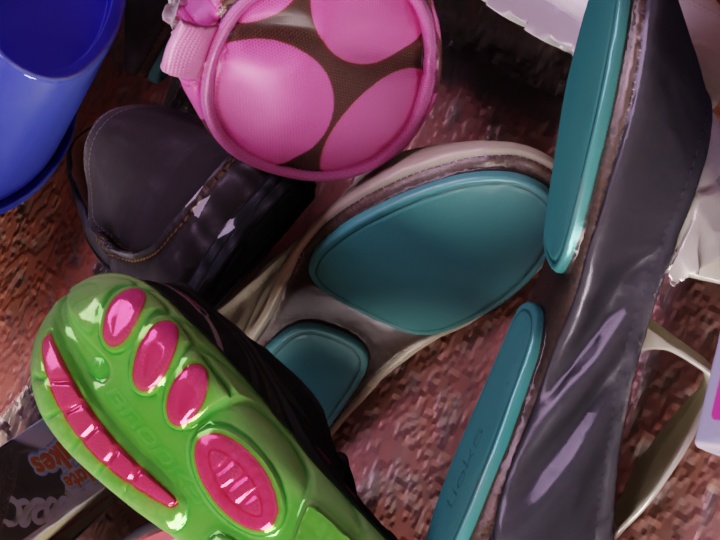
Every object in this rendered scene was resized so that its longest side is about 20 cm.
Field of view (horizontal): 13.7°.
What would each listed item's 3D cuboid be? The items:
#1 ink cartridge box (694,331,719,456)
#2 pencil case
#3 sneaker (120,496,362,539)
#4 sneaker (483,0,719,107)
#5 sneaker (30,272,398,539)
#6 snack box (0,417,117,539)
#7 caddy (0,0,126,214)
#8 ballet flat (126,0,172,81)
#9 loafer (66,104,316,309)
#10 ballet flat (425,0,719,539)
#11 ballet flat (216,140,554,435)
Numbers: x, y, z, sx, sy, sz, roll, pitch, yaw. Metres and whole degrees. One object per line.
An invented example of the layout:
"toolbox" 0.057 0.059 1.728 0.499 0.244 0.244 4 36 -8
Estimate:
"ink cartridge box" 0.161 -0.041 0.804 0.119 0.042 0.201 2 73 56
"pencil case" -0.042 -0.115 0.992 0.200 0.093 0.091 -119 34 -52
"sneaker" -0.062 0.135 1.029 0.200 0.074 0.087 -32 76 36
"sneaker" 0.067 -0.115 0.957 0.081 0.076 0.200 -53 36 8
"sneaker" -0.018 0.080 0.917 0.077 0.084 0.200 -34 88 23
"snack box" -0.149 0.107 1.066 0.037 0.200 0.116 48 123 5
"caddy" -0.163 -0.111 1.087 0.105 0.141 0.201 129 145 -49
"ballet flat" -0.046 -0.164 1.132 0.200 0.073 0.073 -51 37 25
"loafer" -0.068 -0.023 1.031 0.073 0.072 0.200 -47 7 -12
"ballet flat" 0.076 0.009 0.868 0.073 0.073 0.201 36 114 56
"ballet flat" 0.000 0.000 1.000 0.200 0.069 0.070 -40 43 38
